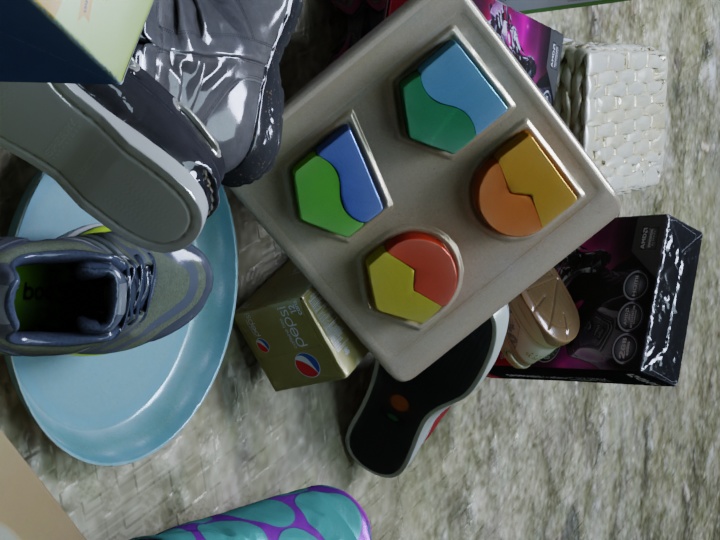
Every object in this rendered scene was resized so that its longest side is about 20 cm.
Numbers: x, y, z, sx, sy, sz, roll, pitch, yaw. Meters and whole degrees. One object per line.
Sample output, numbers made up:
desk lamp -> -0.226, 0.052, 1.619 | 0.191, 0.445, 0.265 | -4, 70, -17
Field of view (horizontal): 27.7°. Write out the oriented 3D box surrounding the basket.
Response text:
basket -> 0.171, -0.131, 1.230 | 0.200, 0.123, 0.136 | -13, 107, -59

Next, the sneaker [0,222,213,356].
sneaker -> -0.137, 0.015, 0.728 | 0.200, 0.081, 0.074 | -8, 102, -55

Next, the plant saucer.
plant saucer -> -0.138, 0.010, 0.830 | 0.200, 0.027, 0.201 | -12, 105, -57

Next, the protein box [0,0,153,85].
protein box -> -0.195, -0.177, 0.538 | 0.199, 0.199, 0.135 | 44, 57, -52

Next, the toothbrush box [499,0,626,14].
toothbrush box -> 0.140, -0.284, 1.100 | 0.200, 0.145, 0.086 | -73, 150, -41

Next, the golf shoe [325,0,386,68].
golf shoe -> 0.019, -0.153, 1.023 | 0.092, 0.072, 0.201 | -6, 100, -60

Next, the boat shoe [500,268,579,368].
boat shoe -> 0.094, -0.020, 1.132 | 0.073, 0.063, 0.201 | -9, 66, -44

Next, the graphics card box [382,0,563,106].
graphics card box -> 0.076, -0.122, 1.003 | 0.200, 0.051, 0.126 | 7, 92, -62

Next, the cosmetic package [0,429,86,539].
cosmetic package -> -0.204, 0.132, 0.696 | 0.105, 0.071, 0.200 | -61, 142, -33

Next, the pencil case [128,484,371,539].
pencil case -> -0.069, 0.190, 0.911 | 0.200, 0.092, 0.085 | -5, 98, -60

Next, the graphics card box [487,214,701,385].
graphics card box -> 0.171, 0.025, 1.169 | 0.051, 0.200, 0.126 | 23, 75, -39

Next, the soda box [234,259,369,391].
soda box -> 0.000, 0.000, 1.006 | 0.200, 0.068, 0.064 | -45, 113, -46

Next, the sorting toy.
sorting toy -> 0.041, -0.049, 0.896 | 0.200, 0.185, 0.036 | 49, 5, -22

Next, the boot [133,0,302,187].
boot -> -0.095, -0.155, 0.820 | 0.132, 0.070, 0.201 | 25, 59, -53

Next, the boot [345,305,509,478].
boot -> 0.067, 0.047, 1.071 | 0.144, 0.072, 0.200 | -50, 173, -45

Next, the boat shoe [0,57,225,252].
boat shoe -> -0.147, -0.093, 0.711 | 0.200, 0.074, 0.060 | 38, 37, -14
